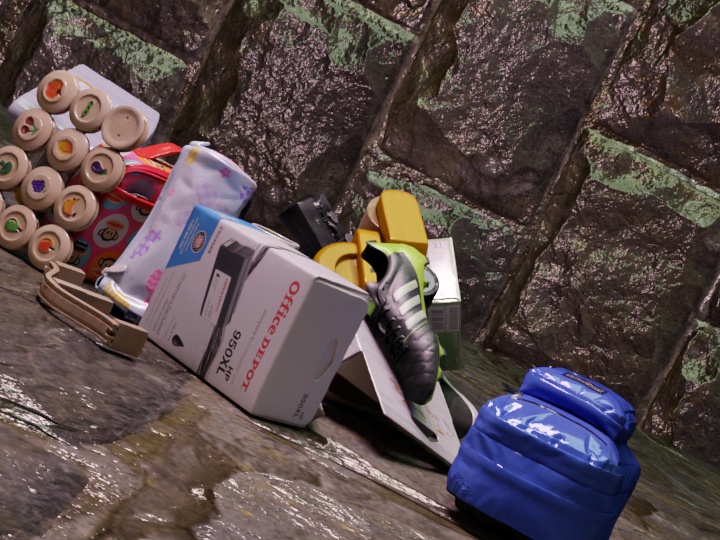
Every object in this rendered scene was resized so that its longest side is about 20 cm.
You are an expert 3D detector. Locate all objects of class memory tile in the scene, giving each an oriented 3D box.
[{"bbox_3d":[-0.328,-0.109,1.362,0.153,0.200,0.017,30,-5,21],"label":"memory tile"}]

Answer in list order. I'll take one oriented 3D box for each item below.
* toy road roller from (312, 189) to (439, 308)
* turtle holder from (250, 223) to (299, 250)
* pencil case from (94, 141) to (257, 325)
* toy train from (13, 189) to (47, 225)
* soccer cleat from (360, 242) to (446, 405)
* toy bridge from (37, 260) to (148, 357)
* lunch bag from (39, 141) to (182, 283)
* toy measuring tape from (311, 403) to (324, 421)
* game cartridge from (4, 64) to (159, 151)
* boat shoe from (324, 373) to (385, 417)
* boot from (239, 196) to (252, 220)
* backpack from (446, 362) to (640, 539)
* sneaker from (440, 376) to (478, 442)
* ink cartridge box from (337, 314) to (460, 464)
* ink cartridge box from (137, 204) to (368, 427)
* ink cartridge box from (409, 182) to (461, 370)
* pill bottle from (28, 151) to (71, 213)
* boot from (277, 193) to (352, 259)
[{"bbox_3d":[0.000,0.000,1.511,0.146,0.123,0.200,9,44,-17],"label":"toy road roller"},{"bbox_3d":[-0.143,0.010,1.577,0.141,0.132,0.185,29,3,29],"label":"turtle holder"},{"bbox_3d":[-0.193,-0.036,1.337,0.091,0.200,0.083,33,-4,-10],"label":"pencil case"},{"bbox_3d":[-0.378,-0.082,1.625,0.150,0.056,0.200,12,33,-41],"label":"toy train"},{"bbox_3d":[0.040,0.055,1.365,0.081,0.068,0.200,10,50,-22],"label":"soccer cleat"},{"bbox_3d":[-0.267,0.028,1.197,0.067,0.027,0.200,23,4,-36],"label":"toy bridge"},{"bbox_3d":[-0.248,-0.064,1.448,0.082,0.176,0.200,43,12,34],"label":"lunch bag"},{"bbox_3d":[-0.065,0.100,1.308,0.074,0.074,0.200,27,7,-8],"label":"toy measuring tape"},{"bbox_3d":[-0.315,-0.176,1.493,0.133,0.042,0.200,29,25,0],"label":"game cartridge"},{"bbox_3d":[-0.037,0.107,1.445,0.200,0.068,0.072,26,3,-15],"label":"boat shoe"},{"bbox_3d":[-0.171,-0.028,1.709,0.211,0.158,0.079,27,3,3],"label":"boot"},{"bbox_3d":[0.173,0.177,1.201,0.162,0.168,0.200,21,5,22],"label":"backpack"},{"bbox_3d":[0.060,0.144,1.620,0.099,0.071,0.200,31,4,-41],"label":"sneaker"},{"bbox_3d":[0.038,0.135,1.381,0.200,0.044,0.174,41,23,-45],"label":"ink cartridge box"},{"bbox_3d":[-0.107,0.041,1.236,0.200,0.145,0.084,29,5,42],"label":"ink cartridge box"},{"bbox_3d":[0.095,0.006,1.608,0.048,0.200,0.146,-4,-40,2],"label":"ink cartridge box"},{"bbox_3d":[-0.342,-0.123,1.541,0.114,0.114,0.200,23,25,-48],"label":"pill bottle"},{"bbox_3d":[-0.012,-0.008,1.676,0.200,0.066,0.165,53,15,8],"label":"boot"}]
